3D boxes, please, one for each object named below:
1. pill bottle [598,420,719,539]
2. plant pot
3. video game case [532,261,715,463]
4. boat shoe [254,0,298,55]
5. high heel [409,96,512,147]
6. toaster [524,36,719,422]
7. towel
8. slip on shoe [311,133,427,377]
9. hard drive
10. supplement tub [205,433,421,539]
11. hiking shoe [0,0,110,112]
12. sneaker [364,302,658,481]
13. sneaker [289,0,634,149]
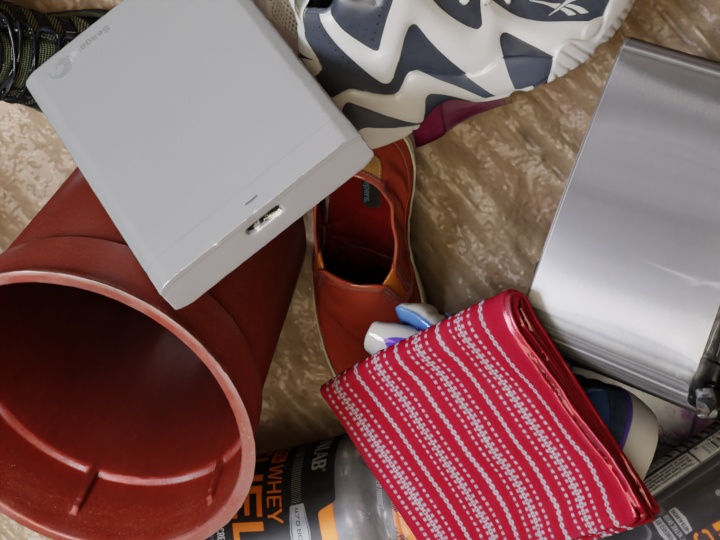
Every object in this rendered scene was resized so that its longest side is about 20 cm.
[{"bbox_3d":[0.193,0.159,1.375,0.200,0.106,0.106,-33,99,-7],"label":"pill bottle"},{"bbox_3d":[-0.127,0.024,1.367,0.201,0.195,0.201,10,129,12],"label":"plant pot"},{"bbox_3d":[0.156,0.105,1.449,0.143,0.019,0.200,14,109,7],"label":"video game case"},{"bbox_3d":[-0.031,-0.214,1.332,0.069,0.071,0.200,9,118,46],"label":"boat shoe"},{"bbox_3d":[0.011,-0.166,1.368,0.096,0.067,0.200,-21,115,6],"label":"high heel"},{"bbox_3d":[0.178,-0.017,1.292,0.119,0.200,0.181,19,89,15],"label":"toaster"},{"bbox_3d":[0.065,0.097,1.295,0.145,0.022,0.200,58,144,-2],"label":"towel"},{"bbox_3d":[0.000,0.000,1.408,0.074,0.061,0.200,12,128,15],"label":"slip on shoe"},{"bbox_3d":[-0.091,-0.083,1.285,0.132,0.200,0.026,-38,138,1],"label":"hard drive"},{"bbox_3d":[-0.042,0.170,1.453,0.200,0.123,0.123,-15,104,14],"label":"supplement tub"},{"bbox_3d":[-0.198,-0.120,1.404,0.200,0.101,0.076,14,110,7],"label":"hiking shoe"},{"bbox_3d":[0.070,0.075,1.335,0.146,0.200,0.081,23,92,-15],"label":"sneaker"},{"bbox_3d":[0.050,-0.160,1.290,0.199,0.080,0.130,-21,129,3],"label":"sneaker"}]
